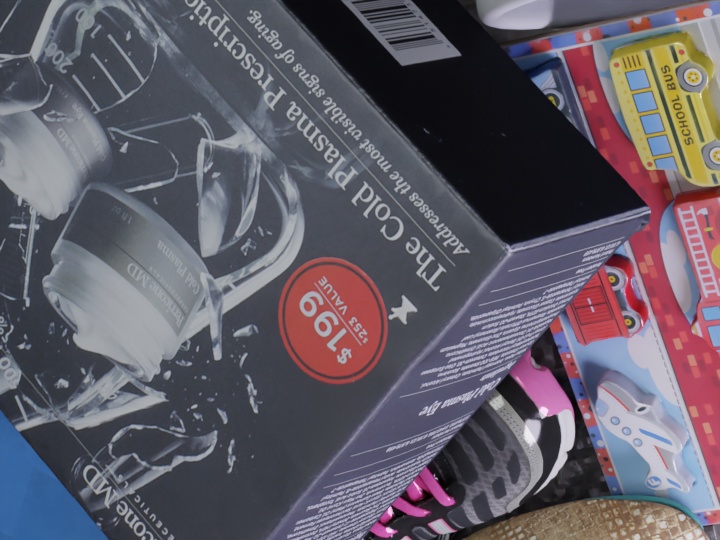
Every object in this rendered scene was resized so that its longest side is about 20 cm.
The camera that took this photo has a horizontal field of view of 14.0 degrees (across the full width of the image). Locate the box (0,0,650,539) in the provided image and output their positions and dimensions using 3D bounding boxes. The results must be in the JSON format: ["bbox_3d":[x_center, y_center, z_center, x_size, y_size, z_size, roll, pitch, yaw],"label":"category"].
[{"bbox_3d":[-0.043,-0.020,0.967,0.200,0.104,0.182,47,119,16],"label":"box"}]

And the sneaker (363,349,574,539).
[{"bbox_3d":[-0.001,0.081,1.060,0.074,0.087,0.200,54,141,-7],"label":"sneaker"}]

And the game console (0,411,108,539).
[{"bbox_3d":[-0.158,0.067,1.174,0.199,0.172,0.119,24,79,23],"label":"game console"}]

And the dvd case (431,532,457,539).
[{"bbox_3d":[0.000,0.000,1.080,0.146,0.022,0.201,35,140,17],"label":"dvd case"}]

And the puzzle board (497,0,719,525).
[{"bbox_3d":[0.131,0.001,1.027,0.150,0.017,0.201,-10,114,28],"label":"puzzle board"}]

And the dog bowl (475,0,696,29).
[{"bbox_3d":[0.130,-0.136,0.953,0.199,0.200,0.079,-10,90,28],"label":"dog bowl"}]

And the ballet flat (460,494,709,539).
[{"bbox_3d":[0.039,0.137,1.100,0.199,0.065,0.071,-20,113,30],"label":"ballet flat"}]
